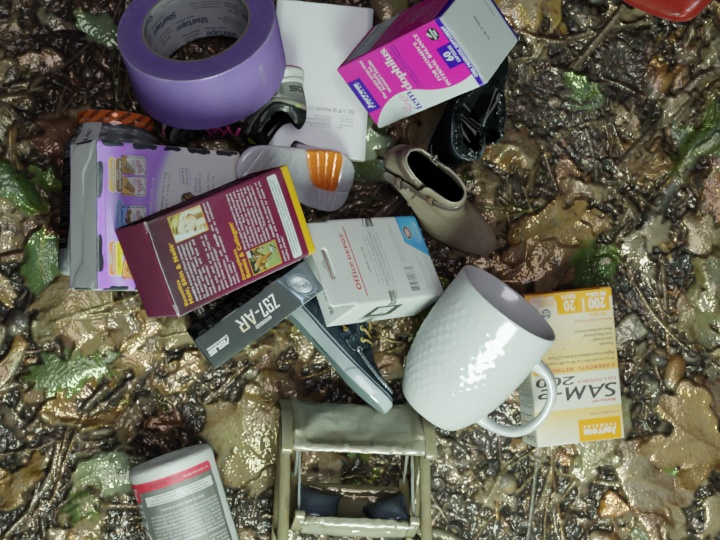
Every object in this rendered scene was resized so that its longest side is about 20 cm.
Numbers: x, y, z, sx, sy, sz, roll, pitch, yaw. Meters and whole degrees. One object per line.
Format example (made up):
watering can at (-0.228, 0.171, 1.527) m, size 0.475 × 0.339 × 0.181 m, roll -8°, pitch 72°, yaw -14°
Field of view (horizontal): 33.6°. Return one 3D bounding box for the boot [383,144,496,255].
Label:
boot at (0.110, -0.089, 1.540) m, size 0.199 × 0.146 × 0.071 m, roll 33°, pitch 81°, yaw -7°

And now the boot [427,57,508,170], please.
boot at (0.156, -0.226, 1.543) m, size 0.076 × 0.168 × 0.202 m, roll 25°, pitch 84°, yaw -8°

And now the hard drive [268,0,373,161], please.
hard drive at (-0.053, -0.250, 1.581) m, size 0.130 × 0.027 × 0.203 m, roll 4°, pitch 88°, yaw -9°

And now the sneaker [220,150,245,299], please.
sneaker at (-0.173, -0.066, 1.533) m, size 0.079 × 0.078 × 0.203 m, roll 19°, pitch 83°, yaw 3°

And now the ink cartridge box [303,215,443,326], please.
ink cartridge box at (0.000, 0.000, 1.497) m, size 0.198 × 0.067 × 0.117 m, roll -5°, pitch 68°, yaw -43°

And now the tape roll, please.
tape roll at (-0.195, -0.276, 1.478) m, size 0.197 × 0.085 × 0.202 m, roll -4°, pitch 53°, yaw 6°

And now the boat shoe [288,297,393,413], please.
boat shoe at (-0.007, 0.084, 1.527) m, size 0.091 × 0.071 × 0.200 m, roll -40°, pitch 70°, yaw -10°

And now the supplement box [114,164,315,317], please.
supplement box at (-0.164, -0.034, 1.366) m, size 0.199 × 0.085 × 0.112 m, roll -26°, pitch 101°, yaw -33°

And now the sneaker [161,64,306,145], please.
sneaker at (-0.155, -0.191, 1.523) m, size 0.197 × 0.074 × 0.089 m, roll -19°, pitch 79°, yaw -1°

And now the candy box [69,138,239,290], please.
candy box at (-0.241, -0.061, 1.417) m, size 0.198 × 0.071 × 0.171 m, roll 1°, pitch 89°, yaw -42°

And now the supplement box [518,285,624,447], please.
supplement box at (0.276, 0.127, 1.596) m, size 0.124 × 0.074 × 0.203 m, roll -5°, pitch 89°, yaw -9°

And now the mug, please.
mug at (0.157, 0.124, 1.510) m, size 0.199 × 0.148 × 0.176 m, roll 38°, pitch 106°, yaw 5°

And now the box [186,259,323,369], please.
box at (-0.135, 0.049, 1.467) m, size 0.159 × 0.200 × 0.044 m, roll -36°, pitch 97°, yaw -9°

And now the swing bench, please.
swing bench at (-0.010, 0.265, 1.516) m, size 0.196 × 0.130 × 0.203 m, roll 3°, pitch 87°, yaw -9°

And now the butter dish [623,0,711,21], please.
butter dish at (0.423, -0.413, 1.614) m, size 0.199 × 0.148 × 0.200 m, roll 33°, pitch 82°, yaw 35°

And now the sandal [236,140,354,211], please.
sandal at (-0.089, -0.131, 1.522) m, size 0.205 × 0.059 × 0.080 m, roll 10°, pitch 105°, yaw -48°

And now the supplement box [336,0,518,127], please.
supplement box at (0.081, -0.271, 1.499) m, size 0.102 × 0.199 × 0.104 m, roll 50°, pitch 54°, yaw -19°

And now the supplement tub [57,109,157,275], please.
supplement tub at (-0.310, -0.091, 1.484) m, size 0.121 × 0.122 × 0.203 m, roll 2°, pitch 87°, yaw -9°

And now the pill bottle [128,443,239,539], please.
pill bottle at (-0.210, 0.329, 1.489) m, size 0.109 × 0.111 × 0.203 m, roll -17°, pitch 90°, yaw -9°
